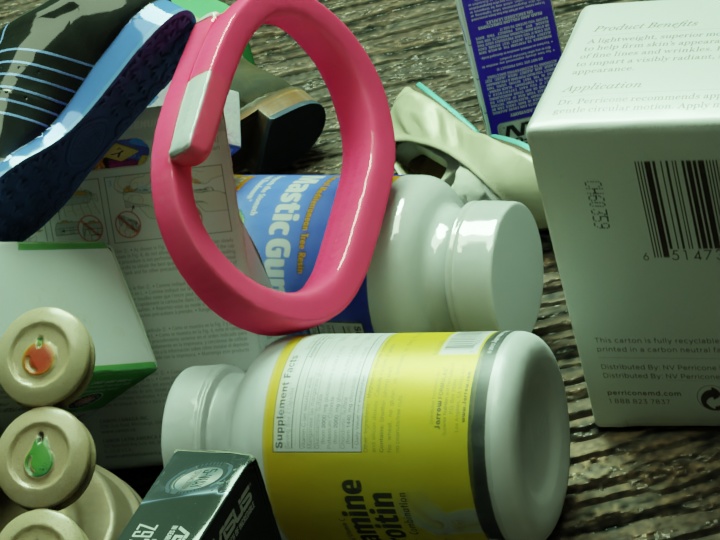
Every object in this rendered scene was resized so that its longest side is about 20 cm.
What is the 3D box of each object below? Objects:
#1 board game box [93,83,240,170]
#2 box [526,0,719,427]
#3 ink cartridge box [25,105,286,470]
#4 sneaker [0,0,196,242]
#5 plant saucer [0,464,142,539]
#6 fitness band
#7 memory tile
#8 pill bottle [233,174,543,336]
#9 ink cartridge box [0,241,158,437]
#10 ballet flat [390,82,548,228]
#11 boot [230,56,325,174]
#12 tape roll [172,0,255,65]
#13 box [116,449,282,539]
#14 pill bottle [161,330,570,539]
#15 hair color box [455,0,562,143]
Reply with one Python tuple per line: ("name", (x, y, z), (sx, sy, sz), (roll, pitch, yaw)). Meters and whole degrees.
("board game box", (-0.204, -0.066, 1.481), (0.199, 0.199, 0.041), (-37, 50, 50))
("box", (0.211, -0.030, 1.321), (0.197, 0.201, 0.131), (0, 36, 24))
("ink cartridge box", (-0.128, 0.010, 1.413), (0.161, 0.202, 0.057), (-6, 5, 17))
("sneaker", (-0.179, -0.086, 1.347), (0.078, 0.070, 0.200), (37, 73, 23))
("plant saucer", (-0.198, 0.150, 1.244), (0.198, 0.030, 0.201), (-11, 33, 7))
("fitness band", (-0.045, -0.059, 1.349), (0.037, 0.144, 0.201), (-19, 41, 39))
("memory tile", (-0.221, 0.096, 1.212), (0.198, 0.017, 0.155), (-6, 70, 16))
("pill bottle", (0.000, 0.000, 1.453), (0.198, 0.113, 0.112), (0, 34, 26))
("ink cartridge box", (-0.232, 0.067, 1.348), (0.199, 0.084, 0.146), (-34, -18, 32))
("ballet flat", (0.070, -0.057, 1.573), (0.069, 0.070, 0.200), (-27, 31, -18))
("boot", (-0.125, -0.098, 1.657), (0.199, 0.075, 0.097), (-16, 48, -43))
("tape roll", (-0.174, -0.131, 1.807), (0.199, 0.048, 0.201), (-12, 32, 7))
("box", (-0.084, 0.203, 1.119), (0.043, 0.161, 0.200), (1, 34, 25))
("pill bottle", (0.002, 0.089, 1.310), (0.198, 0.113, 0.112), (-2, 33, 23))
("hair color box", (0.090, -0.183, 1.619), (0.064, 0.201, 0.110), (-12, 31, 2))
